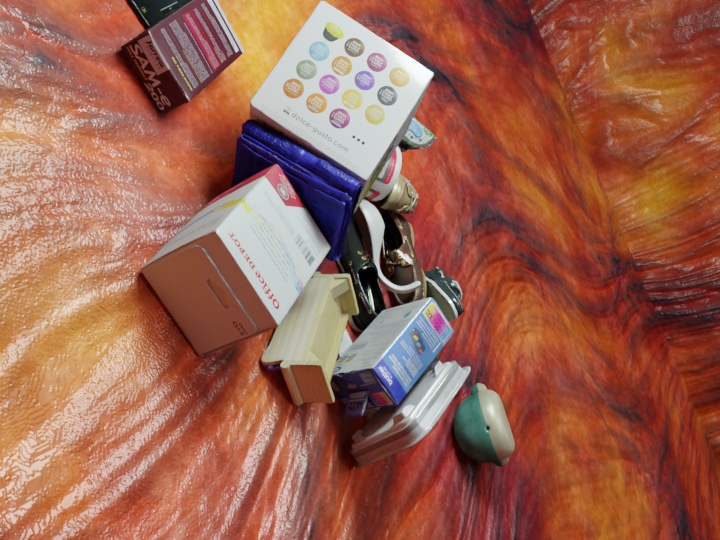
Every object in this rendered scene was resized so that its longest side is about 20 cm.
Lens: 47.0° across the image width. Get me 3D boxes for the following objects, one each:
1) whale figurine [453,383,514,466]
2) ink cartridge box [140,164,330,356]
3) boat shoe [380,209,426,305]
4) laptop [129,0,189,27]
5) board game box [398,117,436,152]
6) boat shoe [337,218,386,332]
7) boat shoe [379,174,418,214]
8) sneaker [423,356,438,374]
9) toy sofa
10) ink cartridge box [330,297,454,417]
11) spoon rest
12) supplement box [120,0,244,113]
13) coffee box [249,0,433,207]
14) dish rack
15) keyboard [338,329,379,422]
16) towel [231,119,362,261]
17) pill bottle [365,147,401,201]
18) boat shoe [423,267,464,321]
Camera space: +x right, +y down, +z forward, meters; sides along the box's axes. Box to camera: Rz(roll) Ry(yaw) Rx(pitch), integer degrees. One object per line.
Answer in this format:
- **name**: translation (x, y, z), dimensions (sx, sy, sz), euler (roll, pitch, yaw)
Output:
- **whale figurine**: translation (0.232, 0.299, 1.580), dimensions (0.200, 0.102, 0.162), euler (32, 40, -79)
- **ink cartridge box**: translation (-0.160, -0.015, 1.097), dimensions (0.147, 0.143, 0.201), euler (58, 31, -17)
- **boat shoe**: translation (0.070, -0.020, 1.536), dimensions (0.070, 0.070, 0.203), euler (35, 35, -50)
- **laptop**: translation (-0.300, -0.495, 1.229), dimensions (0.202, 0.102, 0.178), euler (57, 33, -17)
- **board game box**: translation (0.038, -0.284, 1.514), dimensions (0.199, 0.062, 0.200), euler (39, 1, -12)
- **boat shoe**: translation (0.002, 0.000, 1.424), dimensions (0.073, 0.063, 0.205), euler (16, 56, -49)
- **boat shoe**: translation (0.079, -0.141, 1.549), dimensions (0.064, 0.072, 0.200), euler (25, 10, 2)
- **sneaker**: translation (0.110, 0.136, 1.514), dimensions (0.200, 0.073, 0.086), euler (-63, 155, -63)
- **toy sofa**: translation (-0.072, 0.099, 1.242), dimensions (0.202, 0.096, 0.084), euler (-74, 156, -46)
- **ink cartridge box**: translation (0.035, 0.140, 1.273), dimensions (0.200, 0.136, 0.077), euler (-44, 104, -34)
- **spoon rest**: translation (0.030, -0.043, 1.467), dimensions (0.202, 0.060, 0.099), euler (58, -11, 7)
- **supplement box**: translation (-0.256, -0.326, 1.222), dimensions (0.110, 0.060, 0.201), euler (61, 30, -22)
- **coffee box**: translation (-0.035, -0.234, 1.250), dimensions (0.198, 0.200, 0.199), euler (33, 75, 1)
- **dish rack**: translation (0.065, 0.209, 1.241), dimensions (0.044, 0.200, 0.172), euler (45, 51, -4)
- **keyboard**: translation (0.003, 0.187, 1.353), dimensions (0.056, 0.011, 0.203), euler (-33, 99, -59)
- **towel**: translation (-0.100, -0.109, 1.176), dimensions (0.198, 0.149, 0.050), euler (32, 44, 14)
- **pill bottle**: translation (-0.034, -0.204, 1.432), dimensions (0.198, 0.110, 0.112), euler (21, 52, -32)
- **boat shoe**: translation (0.155, 0.036, 1.536), dimensions (0.200, 0.059, 0.077), euler (-132, -159, -66)
